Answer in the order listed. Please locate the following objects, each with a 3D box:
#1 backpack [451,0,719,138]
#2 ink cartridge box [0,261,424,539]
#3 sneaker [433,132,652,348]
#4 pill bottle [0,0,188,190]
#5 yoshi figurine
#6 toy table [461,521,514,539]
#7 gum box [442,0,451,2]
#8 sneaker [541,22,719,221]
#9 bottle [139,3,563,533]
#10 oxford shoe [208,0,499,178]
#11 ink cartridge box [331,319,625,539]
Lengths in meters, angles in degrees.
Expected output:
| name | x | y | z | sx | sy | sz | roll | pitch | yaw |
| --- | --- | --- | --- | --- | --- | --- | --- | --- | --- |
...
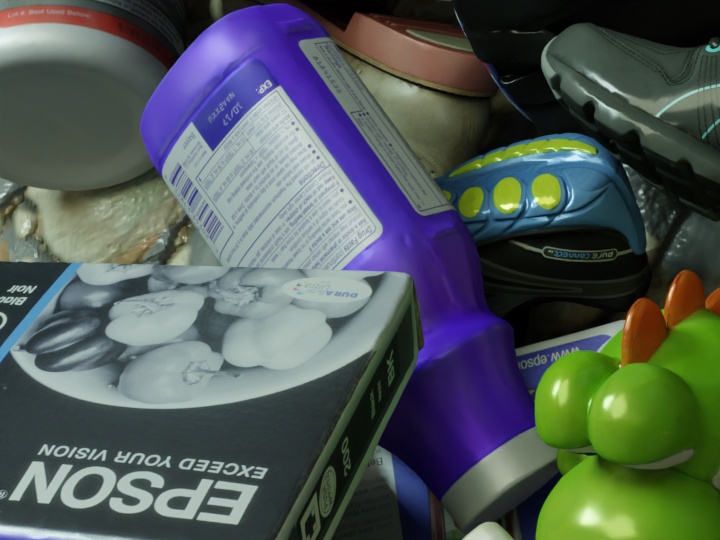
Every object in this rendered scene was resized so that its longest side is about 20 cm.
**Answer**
| name | x | y | z | sx | sy | sz | roll | pitch | yaw |
| --- | --- | --- | --- | --- | --- | --- | --- | --- | --- |
| backpack | 0.121 | -0.144 | 0.781 | 0.189 | 0.201 | 0.155 | -27 | 39 | 9 |
| ink cartridge box | -0.101 | 0.066 | 0.630 | 0.196 | 0.044 | 0.201 | 2 | 35 | 20 |
| sneaker | 0.028 | 0.004 | 0.811 | 0.198 | 0.083 | 0.071 | -11 | 28 | 39 |
| pill bottle | -0.138 | -0.150 | 0.970 | 0.115 | 0.116 | 0.202 | -14 | 56 | 20 |
| yoshi figurine | 0.115 | 0.071 | 0.651 | 0.112 | 0.199 | 0.113 | -32 | 66 | 32 |
| toy table | -0.010 | 0.163 | 0.646 | 0.199 | 0.117 | 0.184 | 34 | 78 | 30 |
| gum box | -0.050 | -0.160 | 0.858 | 0.113 | 0.198 | 0.067 | 27 | 111 | 59 |
| sneaker | 0.154 | -0.047 | 0.697 | 0.199 | 0.075 | 0.080 | 29 | 88 | 27 |
| bottle | 0.000 | 0.000 | 0.735 | 0.201 | 0.065 | 0.084 | 54 | 127 | 16 |
| oxford shoe | -0.016 | -0.085 | 0.895 | 0.200 | 0.070 | 0.076 | 31 | 113 | 53 |
| ink cartridge box | 0.025 | 0.135 | 0.741 | 0.196 | 0.047 | 0.202 | -14 | 61 | 12 |
